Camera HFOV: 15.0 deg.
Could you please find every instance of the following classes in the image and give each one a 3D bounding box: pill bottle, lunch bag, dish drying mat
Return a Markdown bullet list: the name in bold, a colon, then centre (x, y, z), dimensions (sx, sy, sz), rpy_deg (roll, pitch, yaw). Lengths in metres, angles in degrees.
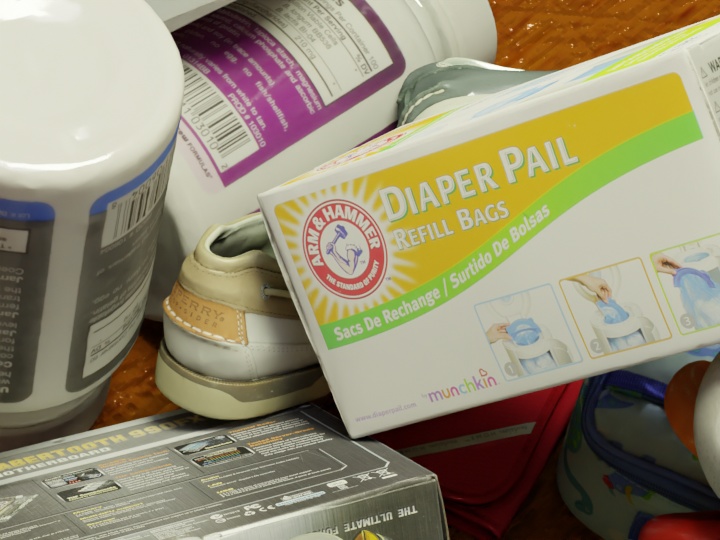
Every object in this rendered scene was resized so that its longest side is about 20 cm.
- **pill bottle**: centre (-0.135, -0.016, 1.069), dimensions (0.114, 0.200, 0.114), rpy_deg (6, 52, -8)
- **lunch bag**: centre (0.192, 0.072, 1.148), dimensions (0.200, 0.083, 0.161), rpy_deg (25, 55, 10)
- **dish drying mat**: centre (0.067, 0.029, 1.193), dimensions (0.077, 0.018, 0.200), rpy_deg (24, 51, 10)
- **pill bottle**: centre (-0.036, -0.071, 1.191), dimensions (0.112, 0.112, 0.200), rpy_deg (42, 55, 20)

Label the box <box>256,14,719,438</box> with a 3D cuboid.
- **box**: centre (0.079, -0.020, 1.015), dimensions (0.112, 0.200, 0.102), rpy_deg (-29, 99, -52)

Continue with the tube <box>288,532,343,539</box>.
- **tube**: centre (0.027, 0.170, 0.988), dimensions (0.058, 0.200, 0.052), rpy_deg (-48, 38, -8)

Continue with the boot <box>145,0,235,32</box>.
- **boot**: centre (-0.093, -0.124, 1.143), dimensions (0.200, 0.074, 0.096), rpy_deg (-16, 5, 20)

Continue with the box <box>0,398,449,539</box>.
- **box**: centre (-0.088, 0.103, 1.026), dimensions (0.200, 0.048, 0.158), rpy_deg (-13, 15, -22)

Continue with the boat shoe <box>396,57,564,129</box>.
- **boat shoe**: centre (0.111, -0.063, 1.157), dimensions (0.200, 0.073, 0.062), rpy_deg (-1, 34, -12)

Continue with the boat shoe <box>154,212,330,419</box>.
- **boat shoe**: centre (0.000, 0.000, 1.125), dimensions (0.075, 0.069, 0.200), rpy_deg (27, 31, 30)

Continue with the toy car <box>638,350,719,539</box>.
- **toy car**: centre (0.179, 0.109, 1.013), dimensions (0.175, 0.150, 0.200), rpy_deg (3, 59, -56)
